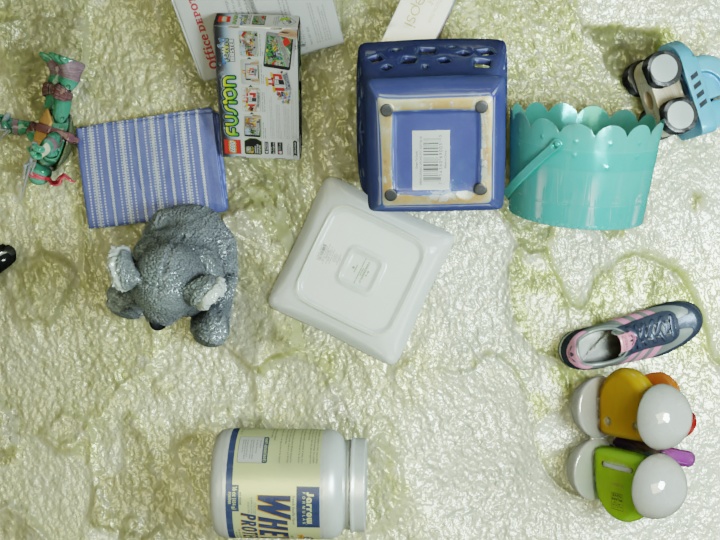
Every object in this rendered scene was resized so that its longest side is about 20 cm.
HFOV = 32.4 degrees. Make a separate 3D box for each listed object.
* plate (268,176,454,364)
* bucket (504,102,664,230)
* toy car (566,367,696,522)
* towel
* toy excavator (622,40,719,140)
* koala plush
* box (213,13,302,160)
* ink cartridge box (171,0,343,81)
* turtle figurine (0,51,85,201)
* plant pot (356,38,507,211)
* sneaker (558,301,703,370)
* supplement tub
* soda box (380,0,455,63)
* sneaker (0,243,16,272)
[{"bbox_3d":[0.000,0.000,1.689,0.199,0.032,0.200,26,92,2],"label":"plate"},{"bbox_3d":[0.282,-0.136,1.593,0.206,0.207,0.135,5,104,2],"label":"bucket"},{"bbox_3d":[0.374,0.228,1.632,0.149,0.175,0.201,3,91,-35],"label":"toy car"},{"bbox_3d":[-0.285,-0.140,1.704,0.199,0.024,0.146,-7,92,4],"label":"towel"},{"bbox_3d":[0.476,-0.222,1.646,0.199,0.100,0.195,-19,91,-7],"label":"toy excavator"},{"bbox_3d":[-0.245,0.006,1.605,0.177,0.200,0.185,18,97,2],"label":"koala plush"},{"bbox_3d":[-0.133,-0.239,1.630,0.110,0.035,0.201,3,129,1],"label":"box"},{"bbox_3d":[-0.137,-0.352,1.629,0.199,0.084,0.145,-15,132,2],"label":"ink cartridge box"},{"bbox_3d":[-0.430,-0.191,1.671,0.149,0.101,0.201,17,90,42],"label":"turtle figurine"},{"bbox_3d":[0.093,-0.177,1.580,0.199,0.180,0.201,-1,114,1],"label":"plant pot"},{"bbox_3d":[0.366,0.092,1.652,0.199,0.082,0.070,-18,90,2],"label":"sneaker"},{"bbox_3d":[-0.092,0.281,1.638,0.199,0.145,0.146,0,91,2],"label":"supplement tub"},{"bbox_3d":[0.096,-0.373,1.665,0.068,0.064,0.201,25,91,1],"label":"soda box"},{"bbox_3d":[-0.544,0.040,1.696,0.200,0.070,0.090,-29,105,2],"label":"sneaker"}]
